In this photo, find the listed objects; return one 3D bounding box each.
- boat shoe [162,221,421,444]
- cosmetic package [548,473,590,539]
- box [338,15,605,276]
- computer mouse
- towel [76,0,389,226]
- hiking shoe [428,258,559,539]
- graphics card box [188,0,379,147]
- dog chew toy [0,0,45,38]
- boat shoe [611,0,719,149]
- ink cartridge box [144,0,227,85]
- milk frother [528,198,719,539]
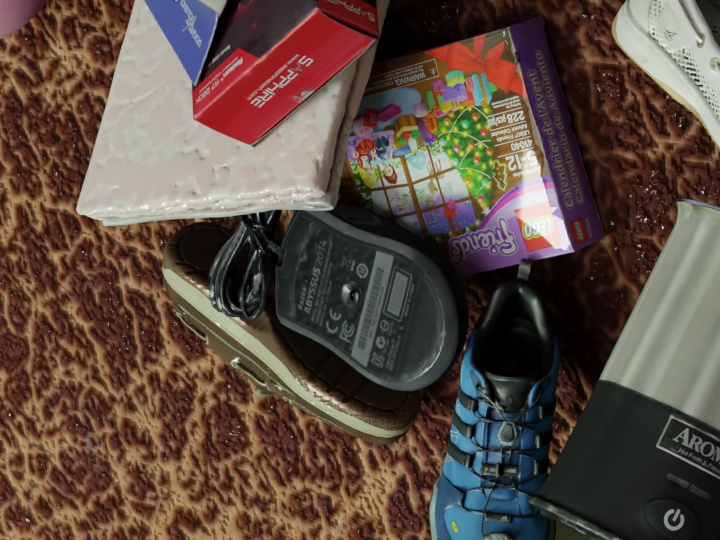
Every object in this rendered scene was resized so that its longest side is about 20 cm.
[{"bbox_3d":[-0.043,0.050,1.795,0.202,0.075,0.075,40,144,24],"label":"boat shoe"},{"bbox_3d":[0.051,0.206,1.740,0.200,0.103,0.073,-36,82,41],"label":"cosmetic package"},{"bbox_3d":[0.041,-0.063,1.702,0.200,0.039,0.137,-13,96,40],"label":"box"},{"bbox_3d":[0.000,0.000,1.699,0.200,0.053,0.139,34,115,36],"label":"computer mouse"},{"bbox_3d":[-0.072,-0.119,1.716,0.199,0.032,0.192,-3,64,38],"label":"towel"},{"bbox_3d":[0.076,0.097,1.622,0.074,0.201,0.087,1,145,5],"label":"hiking shoe"},{"bbox_3d":[-0.049,-0.189,1.661,0.125,0.051,0.201,-38,43,41],"label":"graphics card box"},{"bbox_3d":[-0.227,-0.237,1.813,0.200,0.124,0.125,-44,76,30],"label":"dog chew toy"},{"bbox_3d":[0.221,-0.100,1.526,0.200,0.071,0.069,43,128,21],"label":"boat shoe"},{"bbox_3d":[-0.102,-0.242,1.671,0.200,0.047,0.198,-64,29,19],"label":"ink cartridge box"},{"bbox_3d":[0.189,0.078,1.579,0.189,0.180,0.200,-62,26,-4],"label":"milk frother"}]
